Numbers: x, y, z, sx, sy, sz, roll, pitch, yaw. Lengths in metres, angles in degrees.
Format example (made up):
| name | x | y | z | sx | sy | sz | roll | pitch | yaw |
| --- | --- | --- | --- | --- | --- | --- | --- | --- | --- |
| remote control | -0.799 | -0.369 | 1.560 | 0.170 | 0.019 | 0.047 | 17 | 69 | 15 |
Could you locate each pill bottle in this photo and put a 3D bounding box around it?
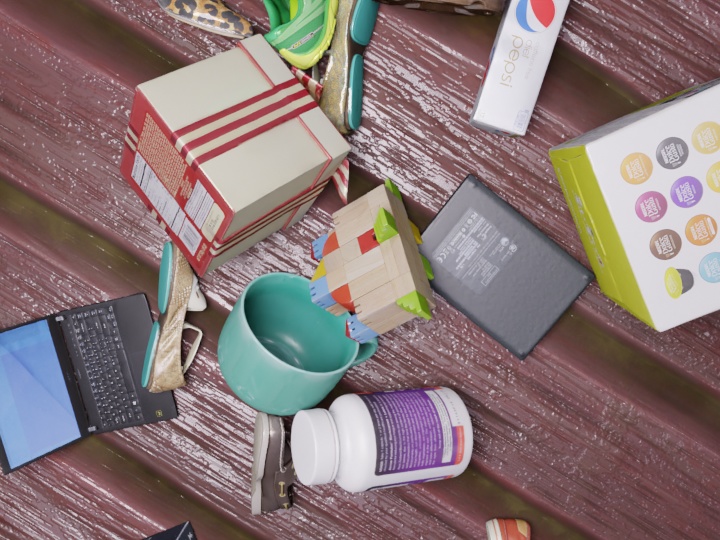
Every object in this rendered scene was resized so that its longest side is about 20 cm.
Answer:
| name | x | y | z | sx | sy | sz | roll | pitch | yaw |
| --- | --- | --- | --- | --- | --- | --- | --- | --- | --- |
| pill bottle | 0.024 | 0.200 | 0.786 | 0.198 | 0.111 | 0.112 | 1 | 101 | -26 |

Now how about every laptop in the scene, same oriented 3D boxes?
| name | x | y | z | sx | sy | sz | roll | pitch | yaw |
| --- | --- | --- | --- | --- | --- | --- | --- | --- | --- |
| laptop | -0.364 | 0.142 | 0.850 | 0.198 | 0.103 | 0.179 | -12 | 99 | 6 |

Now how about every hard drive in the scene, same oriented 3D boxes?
| name | x | y | z | sx | sy | sz | roll | pitch | yaw |
| --- | --- | --- | --- | --- | --- | --- | --- | --- | --- |
| hard drive | 0.169 | -0.003 | 0.821 | 0.200 | 0.033 | 0.140 | 39 | 100 | -2 |

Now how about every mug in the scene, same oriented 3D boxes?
| name | x | y | z | sx | sy | sz | roll | pitch | yaw |
| --- | --- | --- | --- | --- | --- | --- | --- | --- | --- |
| mug | -0.080 | 0.104 | 0.798 | 0.184 | 0.152 | 0.115 | 31 | 125 | -9 |

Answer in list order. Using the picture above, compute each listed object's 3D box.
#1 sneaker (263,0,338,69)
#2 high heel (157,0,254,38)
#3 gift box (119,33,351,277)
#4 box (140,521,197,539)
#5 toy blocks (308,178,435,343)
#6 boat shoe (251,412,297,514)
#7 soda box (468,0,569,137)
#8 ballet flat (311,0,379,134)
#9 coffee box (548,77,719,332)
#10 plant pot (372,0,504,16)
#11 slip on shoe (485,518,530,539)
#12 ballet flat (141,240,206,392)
| name | x | y | z | sx | sy | sz | roll | pitch | yaw |
| --- | --- | --- | --- | --- | --- | --- | --- | --- | --- |
| sneaker | -0.065 | -0.329 | 0.736 | 0.074 | 0.083 | 0.202 | -9 | 71 | 45 |
| high heel | -0.192 | -0.365 | 0.769 | 0.199 | 0.071 | 0.143 | 28 | 107 | 9 |
| gift box | -0.128 | -0.113 | 0.732 | 0.186 | 0.184 | 0.201 | -37 | 91 | -34 |
| box | -0.303 | 0.462 | 0.895 | 0.199 | 0.107 | 0.149 | -24 | 96 | 7 |
| toy blocks | 0.000 | 0.000 | 0.772 | 0.136 | 0.100 | 0.201 | -29 | 54 | 20 |
| boat shoe | -0.106 | 0.244 | 0.831 | 0.059 | 0.072 | 0.201 | 1 | 133 | -11 |
| soda box | 0.187 | -0.259 | 0.761 | 0.063 | 0.068 | 0.202 | 18 | 100 | 1 |
| ballet flat | -0.022 | -0.265 | 0.781 | 0.070 | 0.071 | 0.202 | 9 | 100 | 3 |
| coffee box | 0.342 | -0.080 | 0.711 | 0.197 | 0.200 | 0.201 | -23 | 96 | 8 |
| plant pot | 0.093 | -0.381 | 0.694 | 0.198 | 0.200 | 0.200 | 8 | 107 | 3 |
| slip on shoe | 0.213 | 0.423 | 0.869 | 0.061 | 0.074 | 0.202 | -12 | 93 | 3 |
| ballet flat | -0.235 | 0.060 | 0.855 | 0.065 | 0.070 | 0.202 | 8 | 102 | -26 |
